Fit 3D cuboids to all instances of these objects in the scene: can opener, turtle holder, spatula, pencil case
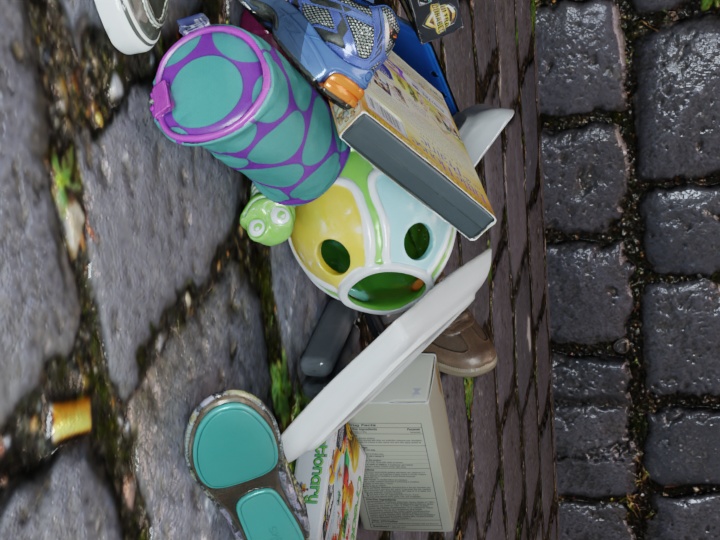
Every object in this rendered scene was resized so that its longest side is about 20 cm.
[{"bbox_3d":[-0.008,0.053,1.191,0.200,0.066,0.053,-57,146,-57],"label":"can opener"},{"bbox_3d":[0.001,-0.044,1.021,0.185,0.140,0.132,41,32,-52],"label":"turtle holder"},{"bbox_3d":[0.000,0.000,1.171,0.057,0.020,0.201,6,66,-80],"label":"spatula"},{"bbox_3d":[-0.074,-0.105,0.867,0.200,0.092,0.086,31,57,-72],"label":"pencil case"}]

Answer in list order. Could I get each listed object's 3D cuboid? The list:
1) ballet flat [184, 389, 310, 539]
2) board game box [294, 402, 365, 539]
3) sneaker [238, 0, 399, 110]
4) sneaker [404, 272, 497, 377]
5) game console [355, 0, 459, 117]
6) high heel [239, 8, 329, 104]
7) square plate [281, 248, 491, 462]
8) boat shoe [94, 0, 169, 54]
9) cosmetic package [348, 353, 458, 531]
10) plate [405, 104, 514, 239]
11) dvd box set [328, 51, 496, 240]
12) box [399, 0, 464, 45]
[{"bbox_3d":[-0.087,0.139,0.901,0.201,0.072,0.072,75,20,-44],"label":"ballet flat"},{"bbox_3d":[-0.034,0.238,1.129,0.126,0.034,0.201,67,27,-57],"label":"board game box"},{"bbox_3d":[-0.044,-0.202,0.873,0.200,0.078,0.075,49,4,18],"label":"sneaker"},{"bbox_3d":[0.066,0.033,1.284,0.070,0.200,0.076,-26,135,-26],"label":"sneaker"},{"bbox_3d":[0.035,-0.263,1.243,0.200,0.118,0.172,53,39,-67],"label":"game console"},{"bbox_3d":[-0.048,-0.161,1.036,0.200,0.067,0.097,56,27,-72],"label":"high heel"},{"bbox_3d":[0.019,0.077,1.028,0.200,0.028,0.198,-48,173,31],"label":"square plate"},{"bbox_3d":[-0.124,-0.232,0.738,0.071,0.063,0.201,-2,91,-75],"label":"boat shoe"},{"bbox_3d":[0.039,0.181,1.283,0.071,0.105,0.201,-76,161,-48],"label":"cosmetic package"},{"bbox_3d":[0.066,-0.086,1.198,0.200,0.032,0.200,-52,-174,6],"label":"plate"},{"bbox_3d":[0.028,-0.122,0.966,0.146,0.029,0.200,35,23,-31],"label":"dvd box set"},{"bbox_3d":[0.022,-0.330,1.057,0.199,0.049,0.201,64,4,-60],"label":"box"}]
